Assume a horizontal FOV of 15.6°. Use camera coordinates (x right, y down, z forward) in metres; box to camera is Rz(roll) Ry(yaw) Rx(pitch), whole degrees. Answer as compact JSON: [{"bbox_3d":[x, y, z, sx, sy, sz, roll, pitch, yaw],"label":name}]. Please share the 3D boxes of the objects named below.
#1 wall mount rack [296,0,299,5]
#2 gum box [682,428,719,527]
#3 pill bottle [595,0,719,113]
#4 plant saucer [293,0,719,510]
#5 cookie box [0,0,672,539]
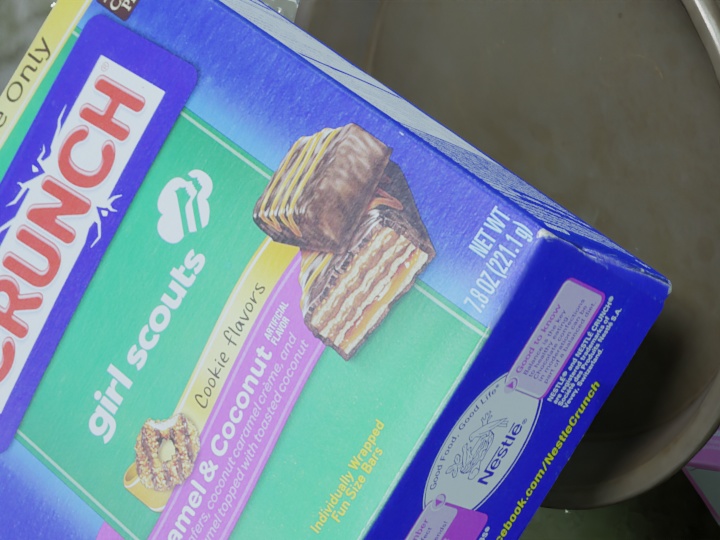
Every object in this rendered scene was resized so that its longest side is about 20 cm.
[{"bbox_3d":[0.000,0.000,0.915,0.174,0.075,0.200,39,62,-4],"label":"wall mount rack"},{"bbox_3d":[0.203,0.089,0.929,0.114,0.066,0.200,-56,129,-26],"label":"gum box"},{"bbox_3d":[0.111,-0.066,0.805,0.104,0.200,0.105,10,66,-24],"label":"pill bottle"},{"bbox_3d":[0.050,-0.029,0.778,0.029,0.200,0.201,-15,79,-39],"label":"plant saucer"},{"bbox_3d":[-0.039,0.020,0.766,0.075,0.200,0.172,23,101,-52],"label":"cookie box"}]
